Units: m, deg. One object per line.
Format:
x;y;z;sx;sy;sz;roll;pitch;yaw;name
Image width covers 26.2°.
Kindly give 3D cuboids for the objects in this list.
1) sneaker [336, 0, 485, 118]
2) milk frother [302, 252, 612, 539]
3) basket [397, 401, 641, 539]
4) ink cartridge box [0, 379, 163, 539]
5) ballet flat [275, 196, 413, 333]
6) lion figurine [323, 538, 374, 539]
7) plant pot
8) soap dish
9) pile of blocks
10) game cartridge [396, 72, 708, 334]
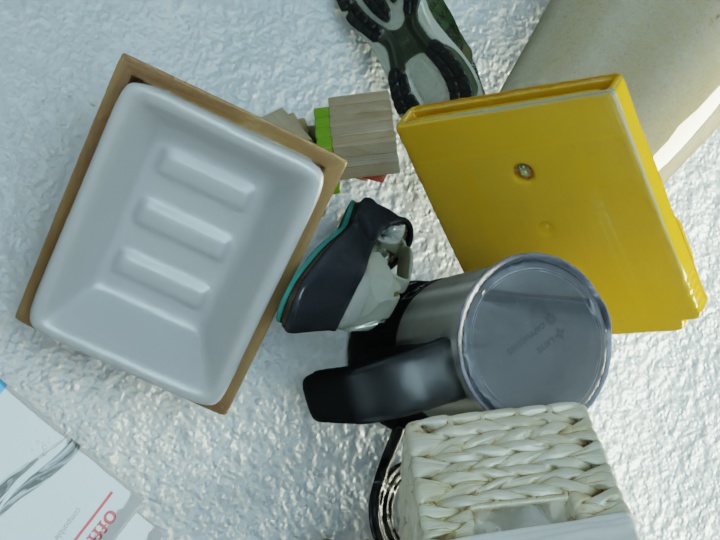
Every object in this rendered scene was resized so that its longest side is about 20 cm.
0.044;-0.184;1.178;0.089;0.077;0.201;1;66;-63;sneaker
0.078;0.108;1.080;0.180;0.188;0.200;-36;98;-22;milk frother
0.094;0.189;0.990;0.135;0.201;0.124;-6;48;-5;basket
-0.225;0.157;1.011;0.200;0.067;0.116;42;70;-14;ink cartridge box
0.000;0.000;1.067;0.073;0.200;0.073;4;109;11;ballet flat
-0.005;0.271;1.026;0.122;0.200;0.073;-32;129;-1;lion figurine
0.196;-0.146;1.148;0.200;0.200;0.184;44;66;-12;plant pot
-0.118;-0.025;1.020;0.157;0.081;0.201;25;110;-5;soap dish
-0.058;-0.063;1.122;0.199;0.082;0.062;-25;137;-15;pile of blocks
0.138;-0.038;1.105;0.032;0.176;0.201;-55;129;-41;game cartridge
